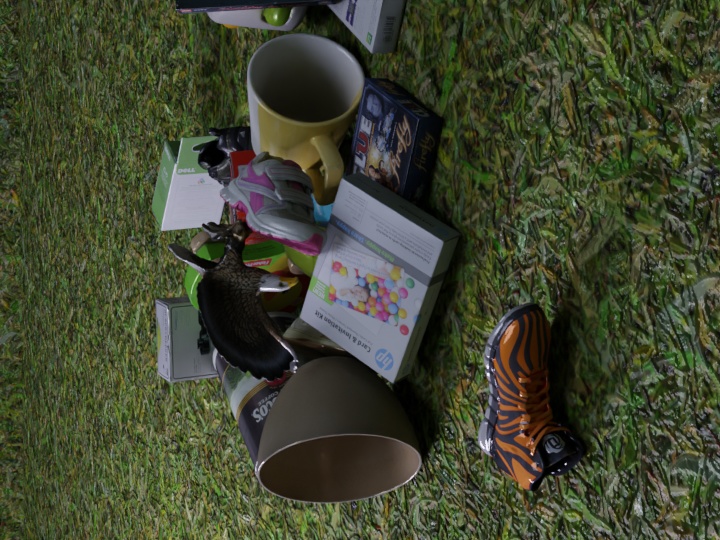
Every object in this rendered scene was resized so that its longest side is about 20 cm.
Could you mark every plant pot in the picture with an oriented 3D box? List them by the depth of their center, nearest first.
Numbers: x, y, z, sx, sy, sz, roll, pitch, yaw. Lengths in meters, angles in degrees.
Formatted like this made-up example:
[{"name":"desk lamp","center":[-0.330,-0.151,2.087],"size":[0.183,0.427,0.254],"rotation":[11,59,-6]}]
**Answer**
[{"name":"plant pot","center":[-0.030,0.186,1.612],"size":[0.200,0.200,0.135],"rotation":[123,148,-52]}]

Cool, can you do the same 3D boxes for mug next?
[{"name":"mug","center":[-0.082,-0.184,1.673],"size":[0.153,0.149,0.187],"rotation":[108,176,-56]}]

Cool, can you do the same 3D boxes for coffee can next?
[{"name":"coffee can","center":[-0.106,0.178,1.797],"size":[0.200,0.146,0.147],"rotation":[62,146,39]}]

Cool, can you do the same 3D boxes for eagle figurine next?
[{"name":"eagle figurine","center":[-0.142,0.037,1.606],"size":[0.151,0.151,0.201],"rotation":[-2,93,52]}]

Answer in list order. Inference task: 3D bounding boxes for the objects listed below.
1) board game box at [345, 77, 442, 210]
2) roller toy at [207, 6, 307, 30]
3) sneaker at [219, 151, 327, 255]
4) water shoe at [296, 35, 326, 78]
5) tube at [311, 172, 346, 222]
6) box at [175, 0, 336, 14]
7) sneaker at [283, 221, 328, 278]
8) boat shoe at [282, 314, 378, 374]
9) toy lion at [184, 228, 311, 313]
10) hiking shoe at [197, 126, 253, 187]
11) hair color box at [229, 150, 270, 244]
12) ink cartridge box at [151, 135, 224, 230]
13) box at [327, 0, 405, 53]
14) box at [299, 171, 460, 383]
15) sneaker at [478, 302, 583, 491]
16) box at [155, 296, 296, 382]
[{"name":"board game box","center":[0.031,-0.114,1.572],"size":[0.135,0.035,0.200],"rotation":[45,131,50]},{"name":"roller toy","center":[-0.141,-0.415,1.730],"size":[0.200,0.139,0.183],"rotation":[-152,67,-75]},{"name":"sneaker","center":[-0.096,-0.088,1.575],"size":[0.200,0.081,0.088],"rotation":[40,102,46]},{"name":"water shoe","center":[-0.081,-0.250,1.781],"size":[0.079,0.071,0.200],"rotation":[54,149,0]},{"name":"tube","center":[-0.041,-0.094,1.737],"size":[0.200,0.050,0.078],"rotation":[0,105,57]},{"name":"box","center":[-0.132,-0.394,1.612],"size":[0.038,0.199,0.137],"rotation":[-88,-6,-86]},{"name":"sneaker","center":[0.000,0.000,1.647],"size":[0.200,0.105,0.076],"rotation":[44,122,14]},{"name":"boat shoe","center":[-0.024,0.084,1.693],"size":[0.200,0.074,0.066],"rotation":[12,67,47]},{"name":"toy lion","center":[-0.148,0.017,1.791],"size":[0.069,0.200,0.192],"rotation":[65,147,29]},{"name":"hiking shoe","center":[-0.189,-0.158,1.923],"size":[0.200,0.100,0.076],"rotation":[112,168,-60]},{"name":"hair color box","center":[-0.155,-0.079,1.876],"size":[0.200,0.061,0.102],"rotation":[98,164,-61]},{"name":"ink cartridge box","center":[-0.267,-0.159,2.113],"size":[0.059,0.104,0.200],"rotation":[62,146,37]},{"name":"box","center":[0.001,-0.375,1.604],"size":[0.200,0.036,0.145],"rotation":[54,141,45]},{"name":"box","center":[0.019,0.008,1.539],"size":[0.156,0.041,0.200],"rotation":[34,124,26]},{"name":"sneaker","center":[0.179,0.134,1.302],"size":[0.112,0.077,0.200],"rotation":[46,145,47]},{"name":"box","center":[-0.195,0.091,1.901],"size":[0.060,0.200,0.117],"rotation":[17,111,62]}]
